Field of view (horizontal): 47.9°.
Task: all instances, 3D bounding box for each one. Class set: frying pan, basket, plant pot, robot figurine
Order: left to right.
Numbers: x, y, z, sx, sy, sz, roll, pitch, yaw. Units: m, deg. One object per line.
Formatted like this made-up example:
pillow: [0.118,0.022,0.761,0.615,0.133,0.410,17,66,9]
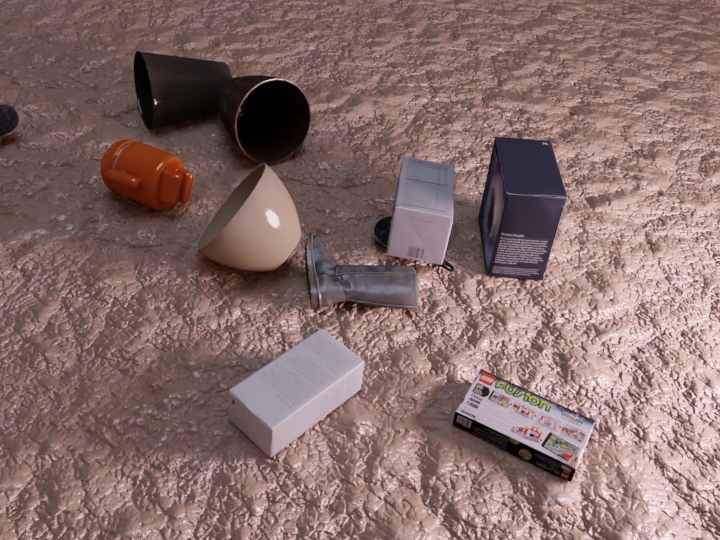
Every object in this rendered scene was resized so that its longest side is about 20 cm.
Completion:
robot figurine: [-0.433,-0.193,1.624,0.199,0.117,0.144,21,57,15]
basket: [-0.407,-0.424,1.882,0.199,0.136,0.182,-11,79,-28]
plant pot: [-0.241,-0.361,1.816,0.186,0.188,0.200,-20,35,-28]
plant pot: [-0.188,-0.076,1.488,0.134,0.200,0.201,39,37,-18]
frying pan: [0.115,-0.054,1.601,0.189,0.031,0.115,23,41,14]

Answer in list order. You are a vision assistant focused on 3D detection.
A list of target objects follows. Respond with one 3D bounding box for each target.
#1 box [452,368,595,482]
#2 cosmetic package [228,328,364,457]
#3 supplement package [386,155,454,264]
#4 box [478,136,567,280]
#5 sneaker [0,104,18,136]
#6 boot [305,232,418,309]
box: [0.257,0.239,1.274,0.199,0.035,0.110,24,43,19]
cosmetic package: [-0.098,0.186,1.258,0.101,0.072,0.199,35,47,29]
supplement package: [0.120,-0.120,1.577,0.113,0.110,0.201,11,37,1]
box: [0.308,-0.123,1.581,0.122,0.200,0.201,5,39,-3]
sneaker: [-0.830,-0.287,1.730,0.199,0.076,0.087,-34,25,-28]
boot: [0.000,0.001,1.491,0.198,0.073,0.183,-6,55,-5]
